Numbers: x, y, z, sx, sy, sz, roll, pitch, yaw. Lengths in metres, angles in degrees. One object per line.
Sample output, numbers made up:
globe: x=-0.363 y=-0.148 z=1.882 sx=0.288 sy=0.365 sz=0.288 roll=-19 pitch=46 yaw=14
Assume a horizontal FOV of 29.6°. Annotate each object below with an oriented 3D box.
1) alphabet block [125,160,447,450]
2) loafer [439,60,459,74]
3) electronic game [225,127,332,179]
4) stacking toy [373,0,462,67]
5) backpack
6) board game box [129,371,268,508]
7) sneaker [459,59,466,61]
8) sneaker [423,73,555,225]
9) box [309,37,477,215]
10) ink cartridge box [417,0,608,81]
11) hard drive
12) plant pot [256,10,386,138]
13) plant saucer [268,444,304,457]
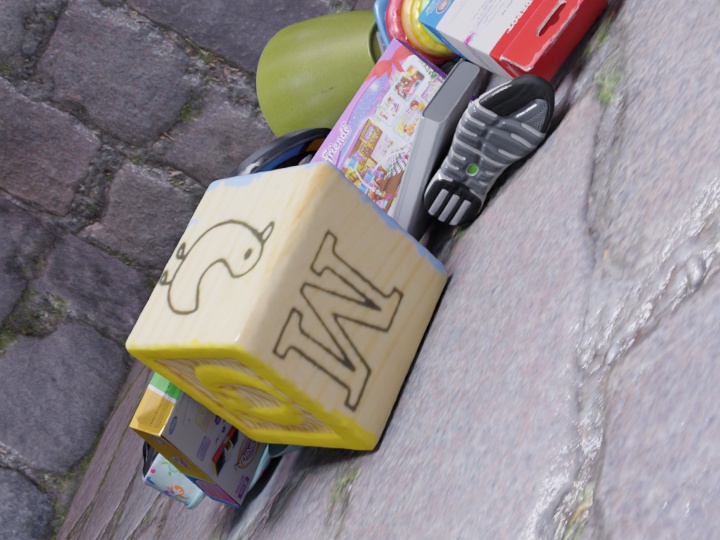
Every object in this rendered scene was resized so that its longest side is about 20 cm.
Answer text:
alphabet block: x=-0.067 y=0.038 z=1.307 sx=0.195 sy=0.196 sz=0.200 roll=-7 pitch=52 yaw=49
loafer: x=0.087 y=-0.149 z=1.584 sx=0.072 sy=0.073 sz=0.200 roll=24 pitch=88 yaw=50
electronic game: x=-0.107 y=-0.107 z=1.687 sx=0.200 sy=0.042 sz=0.200 roll=-36 pitch=-13 yaw=-10
stacking toy: x=0.103 y=-0.290 z=1.536 sx=0.116 sy=0.110 sz=0.200 roll=-24 pitch=10 yaw=-15
backpack: x=-0.174 y=0.190 z=1.634 sx=0.200 sy=0.150 sz=0.178 roll=-55 pitch=5 yaw=-11
board game box: x=-0.151 y=0.142 z=1.430 sx=0.153 sy=0.040 sz=0.200 roll=-66 pitch=-30 yaw=-23
sneaker: x=0.072 y=-0.243 z=1.826 sx=0.203 sy=0.077 sz=0.146 roll=-59 pitch=8 yaw=2
sneaker: x=0.129 y=-0.144 z=1.340 sx=0.200 sy=0.075 sz=0.116 roll=-51 pitch=12 yaw=43
box: x=0.036 y=-0.142 z=1.539 sx=0.200 sy=0.137 sz=0.039 roll=-55 pitch=-28 yaw=16
ink cartridge box: x=0.158 y=-0.252 z=1.345 sx=0.116 sy=0.067 sz=0.200 roll=-53 pitch=38 yaw=2
hard drive: x=0.069 y=-0.103 z=1.412 sx=0.132 sy=0.026 sz=0.200 roll=-56 pitch=-15 yaw=-50
plant pot: x=-0.003 y=-0.249 z=1.708 sx=0.200 sy=0.187 sz=0.187 roll=-14 pitch=46 yaw=58
plant saucer: x=-0.036 y=0.122 z=1.487 sx=0.201 sy=0.039 sz=0.201 roll=-56 pitch=12 yaw=18
